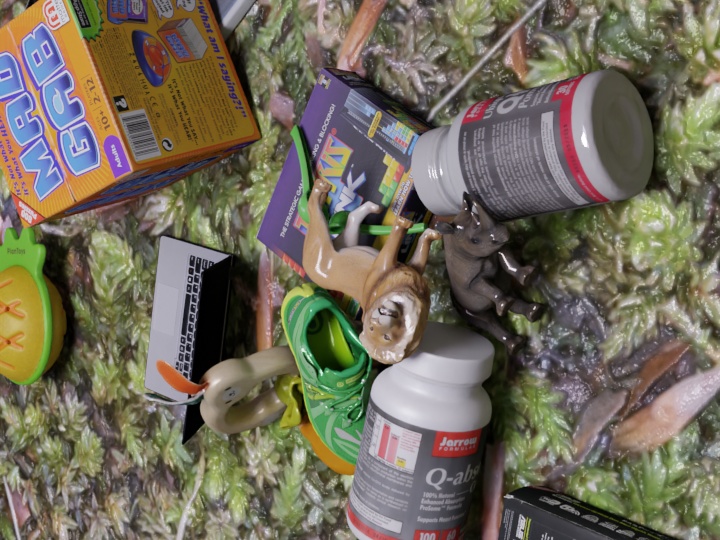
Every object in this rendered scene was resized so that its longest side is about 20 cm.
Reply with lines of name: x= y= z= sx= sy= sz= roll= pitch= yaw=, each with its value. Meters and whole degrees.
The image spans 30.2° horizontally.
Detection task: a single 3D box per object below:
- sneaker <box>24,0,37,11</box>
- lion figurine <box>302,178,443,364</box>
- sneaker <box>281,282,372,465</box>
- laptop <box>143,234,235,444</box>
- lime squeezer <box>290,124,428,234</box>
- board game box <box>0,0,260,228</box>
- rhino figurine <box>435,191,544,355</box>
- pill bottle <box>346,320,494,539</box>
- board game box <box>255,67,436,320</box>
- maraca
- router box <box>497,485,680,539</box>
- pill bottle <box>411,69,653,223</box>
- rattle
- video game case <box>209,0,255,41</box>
sneaker: x=-0.366 y=-0.389 z=1.633 sx=0.074 sy=0.082 sz=0.202 roll=19 pitch=104 yaw=40
lion figurine: x=0.000 y=0.000 z=1.214 sx=0.200 sy=0.072 sz=0.123 roll=29 pitch=97 yaw=50
sneaker: x=-0.022 y=0.111 z=1.309 sx=0.201 sy=0.074 sz=0.084 roll=66 pitch=167 yaw=-14
laptop: x=-0.209 y=0.070 z=1.489 sx=0.199 sy=0.115 sz=0.189 roll=16 pitch=101 yaw=40
lime squeezer: x=-0.018 y=-0.063 z=1.300 sx=0.071 sy=0.038 sz=0.200 roll=-48 pitch=55 yaw=-5
board game box: x=-0.271 y=-0.187 z=1.454 sx=0.199 sy=0.199 sz=0.201 roll=-21 pitch=91 yaw=41
rhino figurine: x=0.109 y=-0.004 z=1.177 sx=0.087 sy=0.200 sz=0.060 roll=38 pitch=73 yaw=27
pill bottle: x=0.059 y=0.157 z=1.243 sx=0.115 sy=0.115 sz=0.201 roll=25 pitch=113 yaw=38
board game box: x=-0.006 y=-0.077 z=1.341 sx=0.165 sy=0.057 sz=0.201 roll=37 pitch=115 yaw=33
maraca: x=-0.431 y=0.045 z=1.692 sx=0.136 sy=0.107 sz=0.202 roll=-1 pitch=91 yaw=42
router box: x=0.188 y=0.308 z=1.177 sx=0.149 sy=0.062 sz=0.202 roll=18 pitch=103 yaw=41
pill bottle: x=0.145 y=-0.102 z=1.167 sx=0.199 sy=0.110 sz=0.112 roll=-10 pitch=85 yaw=41
rattle: x=-0.110 y=0.155 z=1.342 sx=0.130 sy=0.200 sz=0.144 roll=-27 pitch=71 yaw=25
video game case: x=-0.184 y=-0.346 z=1.512 sx=0.200 sy=0.023 sz=0.182 roll=-45 pitch=63 yaw=33
